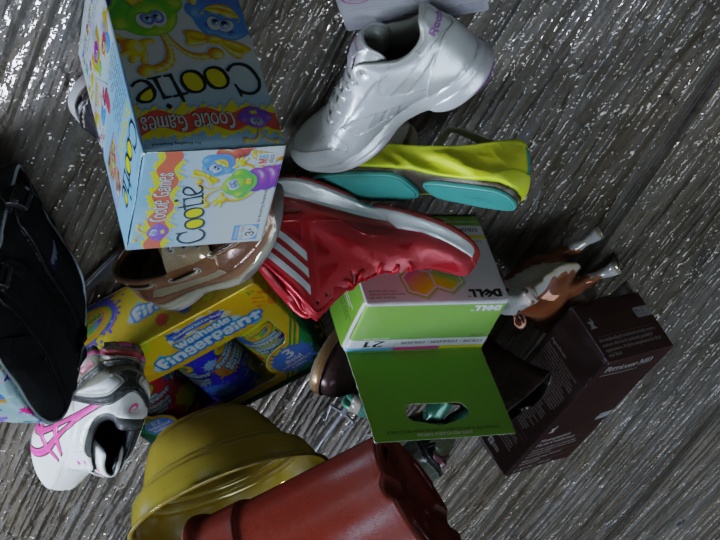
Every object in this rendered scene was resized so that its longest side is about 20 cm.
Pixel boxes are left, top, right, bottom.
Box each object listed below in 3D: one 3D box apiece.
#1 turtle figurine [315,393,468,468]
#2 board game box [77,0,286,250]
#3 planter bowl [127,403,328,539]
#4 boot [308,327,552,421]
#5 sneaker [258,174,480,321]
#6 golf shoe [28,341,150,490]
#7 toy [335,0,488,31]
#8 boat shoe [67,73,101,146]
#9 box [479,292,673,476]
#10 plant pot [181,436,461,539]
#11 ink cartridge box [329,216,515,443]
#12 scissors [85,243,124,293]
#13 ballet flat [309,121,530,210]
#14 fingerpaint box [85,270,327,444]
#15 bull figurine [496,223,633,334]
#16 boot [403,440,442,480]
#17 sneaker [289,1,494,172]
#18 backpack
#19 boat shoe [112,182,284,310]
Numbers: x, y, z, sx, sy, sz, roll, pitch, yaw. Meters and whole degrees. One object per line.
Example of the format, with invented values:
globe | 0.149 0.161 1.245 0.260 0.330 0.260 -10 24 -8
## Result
turtle figurine | 0.060 0.164 1.813 0.200 0.101 0.150 -37 147 11
board game box | -0.133 -0.126 1.255 0.102 0.201 0.105 -4 142 -19
planter bowl | -0.137 0.180 1.624 0.199 0.084 0.201 -22 160 -8
boot | 0.067 0.095 1.618 0.200 0.166 0.073 -26 136 -48
sneaker | 0.000 0.000 1.511 0.199 0.116 0.078 17 166 -9
golf shoe | -0.243 0.150 1.539 0.072 0.092 0.200 5 142 -27
toy | 0.029 -0.246 1.290 0.114 0.048 0.200 -7 164 7
boat shoe | -0.144 -0.101 1.394 0.074 0.060 0.200 -50 136 11
box | 0.207 0.113 1.717 0.100 0.075 0.200 -11 147 -39
plant pot | -0.023 0.257 1.552 0.195 0.201 0.201 -33 142 12
ink cartridge box | 0.061 0.050 1.571 0.147 0.201 0.076 -1 140 -24
scissors | -0.192 -0.034 1.510 0.199 0.014 0.073 -28 145 14
ballet flat | 0.054 -0.092 1.484 0.199 0.067 0.067 6 161 26
fingerpaint box | -0.151 0.067 1.606 0.199 0.074 0.167 -27 144 11
bull figurine | 0.193 0.016 1.680 0.121 0.065 0.200 -26 164 9
boot | 0.025 0.225 1.730 0.130 0.068 0.200 -25 163 -7
sneaker | 0.008 -0.152 1.397 0.200 0.075 0.099 -30 129 31
backpack | -0.301 0.031 1.407 0.150 0.178 0.200 -6 146 17
boat shoe | -0.138 -0.022 1.452 0.072 0.076 0.200 18 144 -35
